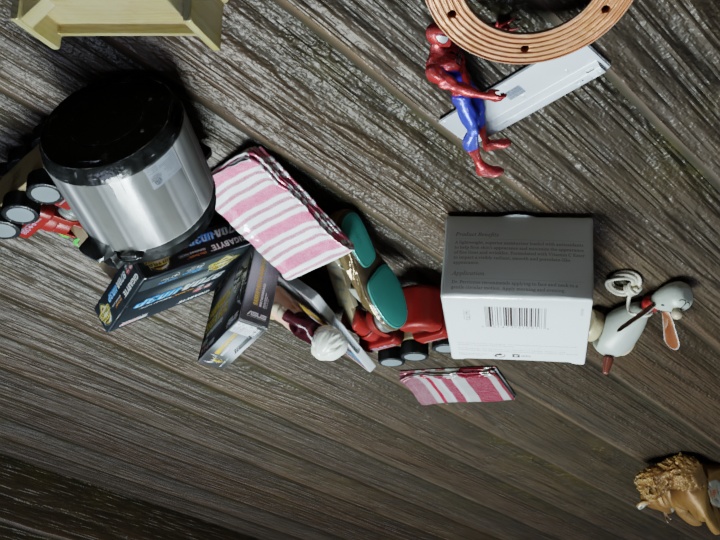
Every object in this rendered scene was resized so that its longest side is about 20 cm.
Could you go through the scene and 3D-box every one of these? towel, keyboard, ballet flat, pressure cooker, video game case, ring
[{"bbox_3d":[0.190,0.231,1.619,0.198,0.023,0.144,-7,147,26],"label":"towel"},{"bbox_3d":[0.175,-0.193,0.906,0.056,0.011,0.199,34,142,-27],"label":"keyboard"},{"bbox_3d":[-0.120,-0.070,1.125,0.146,0.030,0.200,-23,119,44],"label":"towel"},{"bbox_3d":[0.000,0.000,1.190,0.072,0.068,0.201,-1,128,49],"label":"ballet flat"},{"bbox_3d":[-0.269,-0.107,0.989,0.174,0.180,0.201,-15,140,1],"label":"pressure cooker"},{"bbox_3d":[-0.063,0.074,1.319,0.143,0.017,0.200,33,164,47],"label":"video game case"},{"bbox_3d":[0.153,-0.272,0.738,0.198,0.019,0.201,4,141,3],"label":"ring"}]

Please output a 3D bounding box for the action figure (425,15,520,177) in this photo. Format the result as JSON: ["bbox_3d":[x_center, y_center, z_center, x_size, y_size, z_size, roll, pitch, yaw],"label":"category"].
[{"bbox_3d":[0.134,-0.186,0.864,0.098,0.066,0.200,-4,145,32],"label":"action figure"}]

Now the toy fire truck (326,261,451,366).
[{"bbox_3d":[0.042,0.055,1.282,0.175,0.130,0.199,-18,150,39],"label":"toy fire truck"}]

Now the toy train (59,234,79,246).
[{"bbox_3d":[-0.430,-0.070,1.261,0.056,0.042,0.200,-22,139,26],"label":"toy train"}]

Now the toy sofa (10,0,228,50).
[{"bbox_3d":[-0.236,-0.279,0.817,0.198,0.099,0.083,3,175,11],"label":"toy sofa"}]

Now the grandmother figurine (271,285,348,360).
[{"bbox_3d":[-0.090,0.080,1.261,0.121,0.061,0.199,28,180,-44],"label":"grandmother figurine"}]

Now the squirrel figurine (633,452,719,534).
[{"bbox_3d":[0.691,0.478,1.825,0.200,0.142,0.186,41,151,-21],"label":"squirrel figurine"}]

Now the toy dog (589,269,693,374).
[{"bbox_3d":[0.410,0.092,1.240,0.130,0.097,0.201,10,150,-1],"label":"toy dog"}]

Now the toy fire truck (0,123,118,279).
[{"bbox_3d":[-0.389,-0.080,1.133,0.175,0.130,0.199,-27,146,34],"label":"toy fire truck"}]

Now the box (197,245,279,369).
[{"bbox_3d":[-0.184,0.046,1.267,0.048,0.160,0.200,20,149,-21],"label":"box"}]

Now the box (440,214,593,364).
[{"bbox_3d":[0.220,0.030,1.151,0.197,0.132,0.201,2,150,13],"label":"box"}]

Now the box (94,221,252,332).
[{"bbox_3d":[-0.269,0.005,1.195,0.199,0.046,0.159,-23,166,-45],"label":"box"}]
